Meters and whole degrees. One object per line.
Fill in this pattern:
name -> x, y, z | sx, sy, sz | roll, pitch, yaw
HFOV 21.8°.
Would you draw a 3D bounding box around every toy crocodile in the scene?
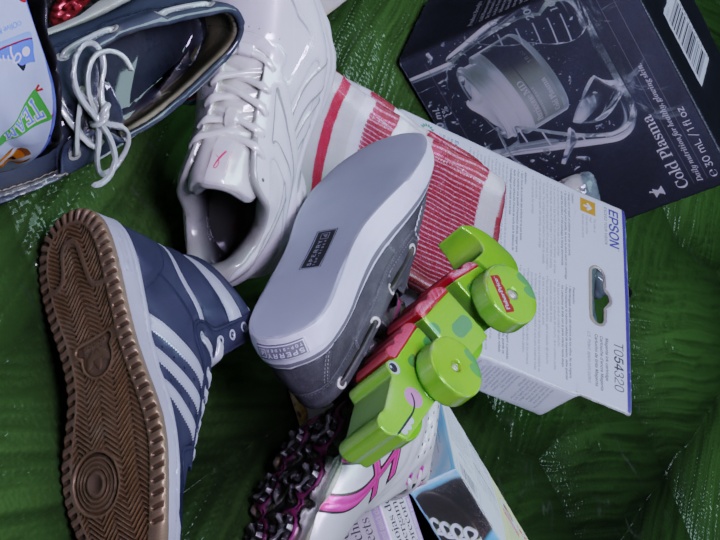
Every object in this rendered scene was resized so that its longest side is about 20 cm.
toy crocodile -> 0.041, 0.041, 1.052 | 0.062, 0.067, 0.200 | 47, 43, -5

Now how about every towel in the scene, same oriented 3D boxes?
towel -> 0.014, -0.060, 1.248 | 0.200, 0.023, 0.144 | 32, 41, -19

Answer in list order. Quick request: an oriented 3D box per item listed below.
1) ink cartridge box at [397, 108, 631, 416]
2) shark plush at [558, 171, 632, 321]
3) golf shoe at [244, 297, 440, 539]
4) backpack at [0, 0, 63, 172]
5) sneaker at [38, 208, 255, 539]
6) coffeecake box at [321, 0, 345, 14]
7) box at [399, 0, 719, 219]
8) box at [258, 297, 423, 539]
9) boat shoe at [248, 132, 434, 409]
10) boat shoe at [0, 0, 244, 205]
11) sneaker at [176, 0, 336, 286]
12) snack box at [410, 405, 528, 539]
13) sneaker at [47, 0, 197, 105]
ink cartridge box -> 0.097, 0.002, 1.322 | 0.200, 0.043, 0.197 | 24, 46, -19
shark plush -> 0.176, 0.025, 1.459 | 0.200, 0.083, 0.091 | 65, -6, -15
golf shoe -> 0.005, 0.108, 1.081 | 0.092, 0.073, 0.200 | 40, 57, -19
backpack -> -0.216, -0.112, 0.781 | 0.154, 0.200, 0.191 | -37, 114, -30
sneaker -> -0.101, 0.069, 0.975 | 0.108, 0.070, 0.201 | 20, 52, -53
coffeecake box -> -0.057, -0.247, 1.266 | 0.154, 0.073, 0.200 | 63, 28, -11
box -> 0.170, -0.145, 1.468 | 0.200, 0.196, 0.124 | 57, 31, -21
box -> -0.008, 0.102, 1.149 | 0.039, 0.041, 0.201 | -8, 79, -60
boat shoe -> 0.000, 0.000, 1.064 | 0.066, 0.070, 0.200 | 65, 32, -31
boat shoe -> -0.139, -0.088, 0.963 | 0.200, 0.062, 0.075 | -36, 126, -39
sneaker -> -0.063, -0.080, 1.052 | 0.099, 0.078, 0.201 | -52, 147, -69
snack box -> 0.090, 0.189, 1.229 | 0.200, 0.037, 0.116 | 59, 8, -18
sneaker -> -0.111, -0.141, 1.094 | 0.096, 0.079, 0.200 | 66, 28, -10
